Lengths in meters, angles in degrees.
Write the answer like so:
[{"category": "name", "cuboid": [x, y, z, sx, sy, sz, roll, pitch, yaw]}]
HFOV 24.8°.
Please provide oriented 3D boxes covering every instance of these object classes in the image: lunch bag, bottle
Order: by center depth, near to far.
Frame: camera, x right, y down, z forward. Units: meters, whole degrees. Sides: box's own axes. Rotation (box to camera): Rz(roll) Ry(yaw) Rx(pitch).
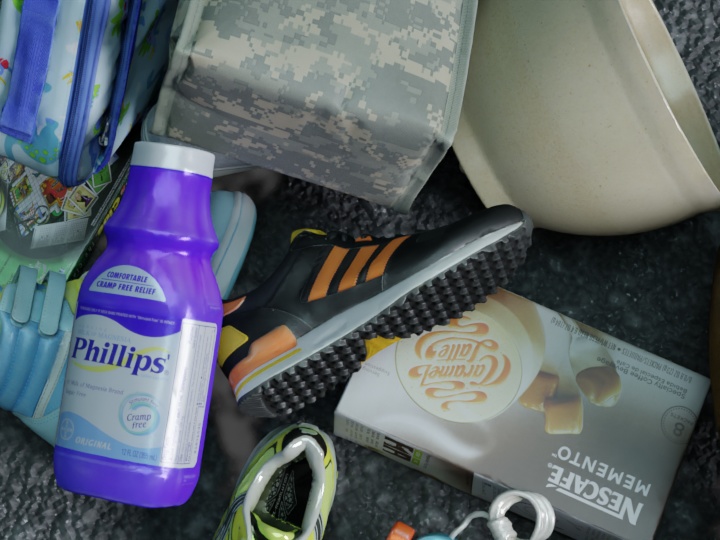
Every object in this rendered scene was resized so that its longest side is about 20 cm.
[{"category": "bottle", "cuboid": [-0.120, 0.030, 0.925, 0.083, 0.065, 0.201, 9, 89, 20]}, {"category": "lunch bag", "cuboid": [-0.018, -0.159, 0.946, 0.163, 0.118, 0.201, 17, 65, -8]}, {"category": "lunch bag", "cuboid": [-0.157, -0.159, 0.974, 0.082, 0.201, 0.161, 22, 37, 5]}]

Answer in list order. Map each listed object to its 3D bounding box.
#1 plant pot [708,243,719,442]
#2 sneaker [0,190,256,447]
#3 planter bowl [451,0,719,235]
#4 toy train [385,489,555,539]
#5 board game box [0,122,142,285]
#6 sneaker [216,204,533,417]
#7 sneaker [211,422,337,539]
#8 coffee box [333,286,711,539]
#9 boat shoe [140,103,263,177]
[{"category": "plant pot", "cuboid": [0.272, 0.063, 0.914, 0.186, 0.187, 0.200, 27, 37, 6]}, {"category": "sneaker", "cuboid": [-0.156, 0.012, 0.995, 0.130, 0.080, 0.201, 33, 73, -11]}, {"category": "planter bowl", "cuboid": [0.127, -0.104, 1.014, 0.134, 0.200, 0.201, -25, 74, 18]}, {"category": "toy train", "cuboid": [0.079, 0.232, 0.953, 0.149, 0.056, 0.201, -14, 84, 7]}, {"category": "board game box", "cuboid": [-0.222, -0.027, 1.048, 0.104, 0.023, 0.201, 27, 73, 3]}, {"category": "sneaker", "cuboid": [0.000, 0.000, 0.946, 0.199, 0.070, 0.090, -31, 66, 0]}, {"category": "sneaker", "cuboid": [-0.067, 0.180, 0.963, 0.075, 0.076, 0.201, 15, 74, 1]}, {"category": "coffee box", "cuboid": [0.096, 0.084, 0.996, 0.199, 0.080, 0.115, 24, 74, 6]}, {"category": "boat shoe", "cuboid": [-0.038, -0.103, 1.037, 0.200, 0.071, 0.070, -14, 81, -23]}]
